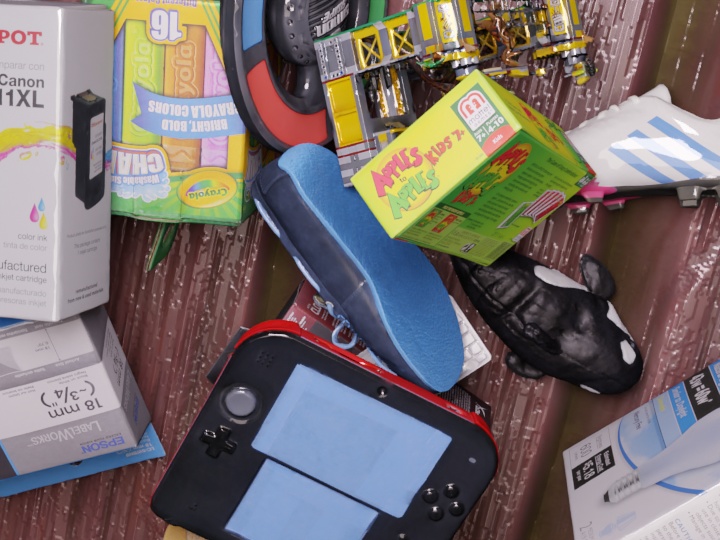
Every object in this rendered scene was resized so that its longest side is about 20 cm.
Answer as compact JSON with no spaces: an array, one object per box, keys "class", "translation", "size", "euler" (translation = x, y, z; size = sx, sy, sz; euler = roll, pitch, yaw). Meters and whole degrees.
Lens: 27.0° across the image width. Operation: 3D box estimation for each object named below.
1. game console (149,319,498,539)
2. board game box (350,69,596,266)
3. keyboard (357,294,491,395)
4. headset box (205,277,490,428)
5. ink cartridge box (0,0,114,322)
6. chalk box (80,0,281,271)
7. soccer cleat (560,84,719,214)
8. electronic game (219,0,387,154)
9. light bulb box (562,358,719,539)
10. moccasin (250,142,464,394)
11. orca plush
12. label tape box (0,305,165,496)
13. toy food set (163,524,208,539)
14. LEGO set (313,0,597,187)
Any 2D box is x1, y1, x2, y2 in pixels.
[{"class":"game console","translation":[-0.023,0.140,1.030],"size":[0.199,0.031,0.178],"euler":[27,109,-10]},{"class":"board game box","translation":[0.078,-0.060,0.964],"size":[0.101,0.200,0.048],"euler":[-41,73,14]},{"class":"keyboard","translation":[-0.001,0.094,1.092],"size":[0.199,0.011,0.056],"euler":[-34,99,11]},{"class":"headset box","translation":[-0.022,0.116,1.144],"size":[0.199,0.077,0.149],"euler":[35,105,-5]},{"class":"ink cartridge box","translation":[-0.245,-0.077,0.989],"size":[0.144,0.083,0.202],"euler":[5,100,15]},{"class":"chalk box","translation":[-0.128,-0.102,1.076],"size":[0.123,0.125,0.202],"euler":[5,106,6]},{"class":"soccer cleat","translation":[0.186,-0.089,1.084],"size":[0.198,0.070,0.087],"euler":[-1,82,8]},{"class":"electronic game","translation":[-0.034,-0.178,1.013],"size":[0.041,0.200,0.202],"euler":[12,107,27]},{"class":"light bulb box","translation":[0.263,0.163,1.064],"size":[0.199,0.198,0.125],"euler":[-33,101,12]},{"class":"moccasin","translation":[0.000,0.000,1.041],"size":[0.068,0.080,0.201],"euler":[-19,108,45]},{"class":"orca plush","translation":[0.132,0.023,1.107],"size":[0.105,0.071,0.201],"euler":[-33,99,13]},{"class":"label tape box","translation":[-0.240,0.103,1.109],"size":[0.143,0.064,0.201],"euler":[-14,126,4]},{"class":"toy food set","translation":[-0.031,0.197,1.095],"size":[0.197,0.049,0.201],"euler":[31,107,-11]},{"class":"LEGO set","translation":[0.069,-0.114,1.007],"size":[0.153,0.200,0.117],"euler":[-11,92,32]}]
